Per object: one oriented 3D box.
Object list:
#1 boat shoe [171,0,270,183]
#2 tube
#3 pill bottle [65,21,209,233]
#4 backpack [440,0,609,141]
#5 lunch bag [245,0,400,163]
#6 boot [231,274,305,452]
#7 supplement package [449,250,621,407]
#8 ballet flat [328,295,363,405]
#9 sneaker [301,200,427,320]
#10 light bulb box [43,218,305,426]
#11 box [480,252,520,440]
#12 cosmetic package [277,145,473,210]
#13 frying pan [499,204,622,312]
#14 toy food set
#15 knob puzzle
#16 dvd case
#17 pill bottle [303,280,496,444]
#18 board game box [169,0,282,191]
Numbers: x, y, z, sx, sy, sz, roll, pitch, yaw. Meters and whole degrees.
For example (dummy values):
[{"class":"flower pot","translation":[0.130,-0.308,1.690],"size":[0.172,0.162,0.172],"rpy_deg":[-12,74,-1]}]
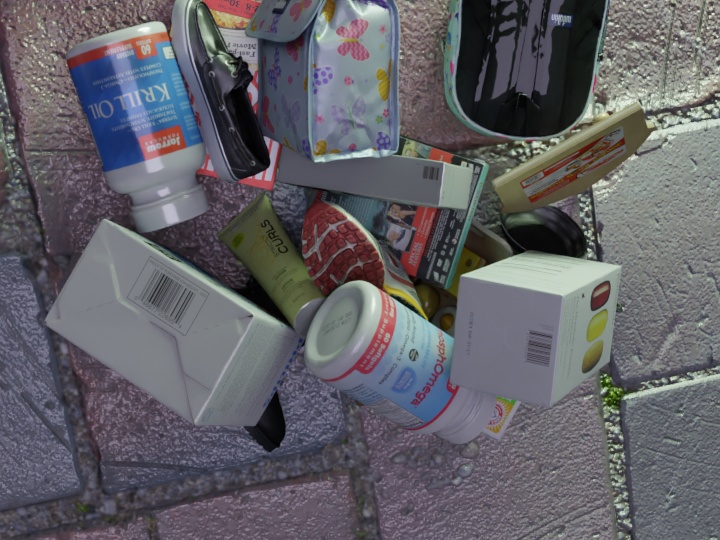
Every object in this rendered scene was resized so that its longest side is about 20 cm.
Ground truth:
[{"class":"boat shoe","translation":[-0.142,-0.194,1.116],"size":[0.065,0.070,0.203],"rpy_deg":[-8,101,24]},{"class":"tube","translation":[-0.096,-0.008,1.175],"size":[0.057,0.200,0.052],"rpy_deg":[-11,132,-27]},{"class":"pill bottle","translation":[-0.227,-0.148,1.107],"size":[0.111,0.112,0.202],"rpy_deg":[-19,101,-4]},{"class":"backpack","translation":[0.177,-0.245,1.173],"size":[0.175,0.151,0.203],"rpy_deg":[5,93,-3]},{"class":"lunch bag","translation":[-0.041,-0.227,1.088],"size":[0.126,0.169,0.203],"rpy_deg":[-5,109,-24]},{"class":"boot","translation":[-0.097,0.095,1.246],"size":[0.161,0.073,0.200],"rpy_deg":[-32,100,0]},{"class":"supplement package","translation":[0.185,0.052,1.082],"size":[0.108,0.199,0.115],"rpy_deg":[11,104,28]},{"class":"ballet flat","translation":[-0.022,0.064,1.184],"size":[0.072,0.068,0.202],"rpy_deg":[-27,89,21]},{"class":"sneaker","translation":[0.000,0.000,1.133],"size":[0.077,0.083,0.201],"rpy_deg":[-28,124,14]},{"class":"light bulb box","translation":[-0.186,0.062,1.108],"size":[0.197,0.200,0.126],"rpy_deg":[31,89,14]},{"class":"box","translation":[0.157,0.080,1.256],"size":[0.101,0.113,0.202],"rpy_deg":[27,96,-18]},{"class":"cosmetic package","translation":[0.015,-0.103,1.149],"size":[0.198,0.082,0.051],"rpy_deg":[11,97,27]},{"class":"frying pan","translation":[0.244,-0.022,1.239],"size":[0.189,0.115,0.031],"rpy_deg":[38,131,16]},{"class":"toy food set","translation":[0.077,0.026,1.214],"size":[0.060,0.143,0.202],"rpy_deg":[22,100,-43]},{"class":"knob puzzle","translation":[0.240,-0.125,1.200],"size":[0.218,0.220,0.031],"rpy_deg":[-25,74,-3]},{"class":"dvd case","translation":[0.035,-0.081,1.195],"size":[0.198,0.022,0.148],"rpy_deg":[21,100,24]},{"class":"pill bottle","translation":[0.046,0.102,1.093],"size":[0.199,0.109,0.109],"rpy_deg":[33,96,-28]},{"class":"board game box","translation":[-0.151,-0.206,1.186],"size":[0.149,0.046,0.203],"rpy_deg":[11,100,-10]}]
